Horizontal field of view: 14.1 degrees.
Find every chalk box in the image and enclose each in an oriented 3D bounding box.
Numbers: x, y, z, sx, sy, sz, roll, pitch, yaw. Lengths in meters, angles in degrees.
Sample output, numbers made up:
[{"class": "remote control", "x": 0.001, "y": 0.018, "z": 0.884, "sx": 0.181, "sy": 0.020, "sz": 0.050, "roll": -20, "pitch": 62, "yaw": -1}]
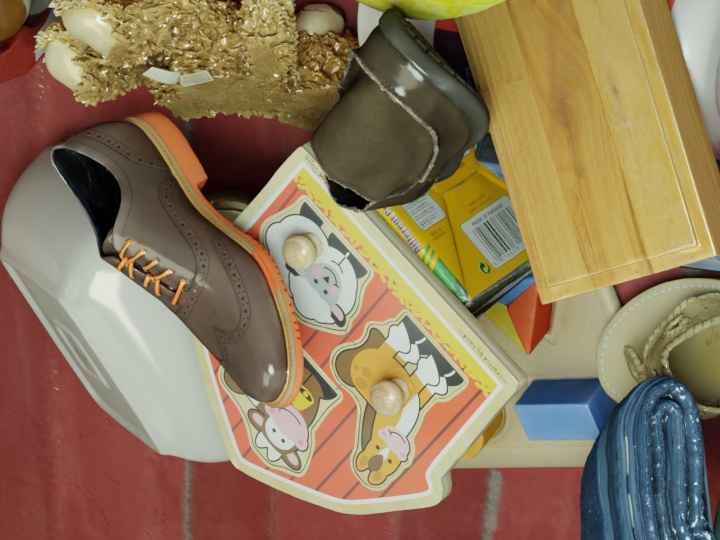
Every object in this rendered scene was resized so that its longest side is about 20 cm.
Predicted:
[{"class": "chalk box", "x": 0.000, "y": 0.000, "z": 1.650, "sx": 0.124, "sy": 0.125, "sz": 0.200, "roll": 53, "pitch": 131, "yaw": 5}]

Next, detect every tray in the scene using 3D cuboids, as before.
[{"class": "tray", "x": 0.108, "y": -0.093, "z": 1.422, "sx": 0.099, "sy": 0.037, "sz": 0.200, "roll": -17, "pitch": 90, "yaw": 30}]

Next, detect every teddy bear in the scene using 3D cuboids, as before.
[{"class": "teddy bear", "x": -0.083, "y": -0.127, "z": 1.625, "sx": 0.200, "sy": 0.067, "sz": 0.145, "roll": 1, "pitch": 154, "yaw": -1}]

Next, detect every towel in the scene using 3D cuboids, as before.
[{"class": "towel", "x": 0.154, "y": 0.128, "z": 1.606, "sx": 0.048, "sy": 0.112, "sz": 0.200, "roll": -3, "pitch": 166, "yaw": -3}]

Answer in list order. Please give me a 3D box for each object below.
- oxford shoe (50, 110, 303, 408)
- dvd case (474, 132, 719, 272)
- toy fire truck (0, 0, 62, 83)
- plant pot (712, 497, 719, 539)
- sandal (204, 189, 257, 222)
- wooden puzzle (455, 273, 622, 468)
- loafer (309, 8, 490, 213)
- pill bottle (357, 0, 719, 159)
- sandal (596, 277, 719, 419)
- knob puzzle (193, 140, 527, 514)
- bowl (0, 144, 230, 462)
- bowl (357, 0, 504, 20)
[{"class": "oxford shoe", "x": -0.101, "y": 0.000, "z": 1.575, "sx": 0.200, "sy": 0.072, "sz": 0.071, "roll": 53, "pitch": 136, "yaw": 28}, {"class": "dvd case", "x": 0.163, "y": -0.031, "z": 1.535, "sx": 0.143, "sy": 0.018, "sz": 0.200, "roll": 8, "pitch": 169, "yaw": 28}, {"class": "toy fire truck", "x": -0.210, "y": -0.187, "z": 1.623, "sx": 0.112, "sy": 0.168, "sz": 0.200, "roll": 20, "pitch": 137, "yaw": 20}, {"class": "plant pot", "x": 0.273, "y": 0.161, "z": 1.589, "sx": 0.141, "sy": 0.200, "sz": 0.141, "roll": 3, "pitch": 130, "yaw": 34}, {"class": "sandal", "x": -0.063, "y": 0.007, "z": 1.801, "sx": 0.082, "sy": 0.055, "sz": 0.200, "roll": 5, "pitch": 147, "yaw": 19}, {"class": "wooden puzzle", "x": 0.081, "y": 0.052, "z": 1.742, "sx": 0.185, "sy": 0.046, "sz": 0.200, "roll": -4, "pitch": 126, "yaw": 38}, {"class": "loafer", "x": 0.015, "y": -0.066, "z": 1.451, "sx": 0.073, "sy": 0.071, "sz": 0.200, "roll": 47, "pitch": 170, "yaw": 12}, {"class": "pill bottle", "x": 0.103, "y": -0.123, "z": 1.504, "sx": 0.200, "sy": 0.112, "sz": 0.113, "roll": 12, "pitch": 135, "yaw": 26}, {"class": "sandal", "x": 0.195, "y": 0.044, "z": 1.591, "sx": 0.212, "sy": 0.070, "sz": 0.078, "roll": -7, "pitch": 94, "yaw": 42}, {"class": "knob puzzle", "x": -0.025, "y": 0.056, "z": 1.594, "sx": 0.219, "sy": 0.030, "sz": 0.220, "roll": 17, "pitch": 121, "yaw": 31}, {"class": "bowl", "x": -0.145, "y": 0.029, "z": 1.791, "sx": 0.200, "sy": 0.075, "sz": 0.200, "roll": 60, "pitch": 166, "yaw": -26}, {"class": "bowl", "x": 0.016, "y": -0.227, "z": 1.386, "sx": 0.200, "sy": 0.200, "sz": 0.108, "roll": 4, "pitch": 175, "yaw": 33}]
